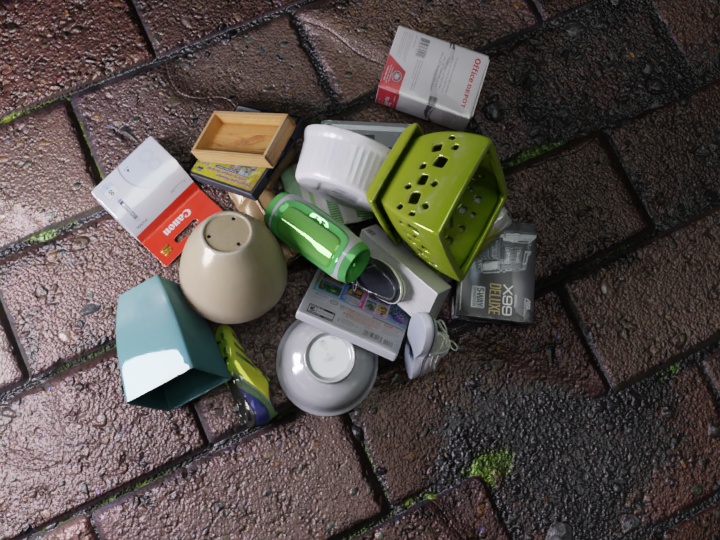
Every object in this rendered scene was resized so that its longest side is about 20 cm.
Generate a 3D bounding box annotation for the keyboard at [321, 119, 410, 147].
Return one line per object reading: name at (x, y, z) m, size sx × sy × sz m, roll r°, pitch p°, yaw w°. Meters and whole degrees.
keyboard at (0.018, -0.276, 1.675) m, size 0.197 × 0.011 × 0.057 m, roll 2°, pitch 70°, yaw -5°

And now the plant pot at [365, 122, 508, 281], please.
plant pot at (0.130, -0.131, 1.459) m, size 0.180 × 0.199 × 0.202 m, roll 24°, pitch 76°, yaw 28°

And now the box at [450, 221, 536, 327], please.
box at (0.262, 0.003, 1.615) m, size 0.155 × 0.050 × 0.203 m, roll 7°, pitch 76°, yaw -3°

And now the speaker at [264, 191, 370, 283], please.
speaker at (-0.079, -0.061, 1.488) m, size 0.199 × 0.089 × 0.089 m, roll 35°, pitch 76°, yaw 21°

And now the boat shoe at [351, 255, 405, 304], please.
boat shoe at (0.000, 0.000, 1.533) m, size 0.199 × 0.075 × 0.062 m, roll 38°, pitch 35°, yaw 25°

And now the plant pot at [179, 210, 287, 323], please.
plant pot at (-0.229, -0.027, 1.459) m, size 0.197 × 0.135 × 0.203 m, roll 2°, pitch 55°, yaw -2°

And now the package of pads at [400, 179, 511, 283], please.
package of pads at (0.173, -0.084, 1.576) m, size 0.200 × 0.068 × 0.155 m, roll -43°, pitch 65°, yaw 4°

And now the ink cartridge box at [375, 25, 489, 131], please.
ink cartridge box at (0.146, -0.387, 1.678) m, size 0.197 × 0.083 × 0.149 m, roll 19°, pitch 76°, yaw 0°

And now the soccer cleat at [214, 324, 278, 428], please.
soccer cleat at (-0.214, 0.193, 1.530) m, size 0.083 × 0.065 × 0.202 m, roll -12°, pitch 72°, yaw -38°

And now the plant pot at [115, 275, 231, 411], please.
plant pot at (-0.349, 0.124, 1.472) m, size 0.140 × 0.141 × 0.202 m, roll -28°, pitch 68°, yaw 11°

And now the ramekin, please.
ramekin at (-0.026, -0.185, 1.538) m, size 0.198 × 0.200 × 0.099 m, roll 19°, pitch 83°, yaw -1°

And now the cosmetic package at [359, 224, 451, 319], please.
cosmetic package at (0.073, 0.007, 1.546) m, size 0.200 × 0.083 × 0.050 m, roll 42°, pitch 38°, yaw 24°

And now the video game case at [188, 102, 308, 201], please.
video game case at (-0.217, -0.232, 1.578) m, size 0.198 × 0.026 × 0.182 m, roll 20°, pitch 72°, yaw 40°

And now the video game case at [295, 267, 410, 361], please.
video game case at (-0.002, 0.063, 1.543) m, size 0.198 × 0.024 × 0.183 m, roll 23°, pitch 42°, yaw 0°

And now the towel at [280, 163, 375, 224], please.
towel at (-0.048, -0.158, 1.639) m, size 0.197 × 0.023 × 0.155 m, roll -17°, pitch 78°, yaw -7°

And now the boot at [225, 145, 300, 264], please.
boot at (-0.155, -0.123, 1.592) m, size 0.174 × 0.066 × 0.202 m, roll -33°, pitch 80°, yaw 11°

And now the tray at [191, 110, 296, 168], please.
tray at (-0.221, -0.247, 1.549) m, size 0.198 × 0.037 × 0.100 m, roll 11°, pitch 65°, yaw 36°

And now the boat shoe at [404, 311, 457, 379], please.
boat shoe at (0.134, 0.134, 1.499) m, size 0.085 × 0.203 × 0.075 m, roll -10°, pitch 56°, yaw -11°

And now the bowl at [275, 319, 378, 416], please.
bowl at (-0.059, 0.165, 1.527) m, size 0.198 × 0.090 × 0.204 m, roll 1°, pitch 77°, yaw -6°

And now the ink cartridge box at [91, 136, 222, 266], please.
ink cartridge box at (-0.391, -0.134, 1.586) m, size 0.200 × 0.047 × 0.160 m, roll 42°, pitch 76°, yaw 7°
